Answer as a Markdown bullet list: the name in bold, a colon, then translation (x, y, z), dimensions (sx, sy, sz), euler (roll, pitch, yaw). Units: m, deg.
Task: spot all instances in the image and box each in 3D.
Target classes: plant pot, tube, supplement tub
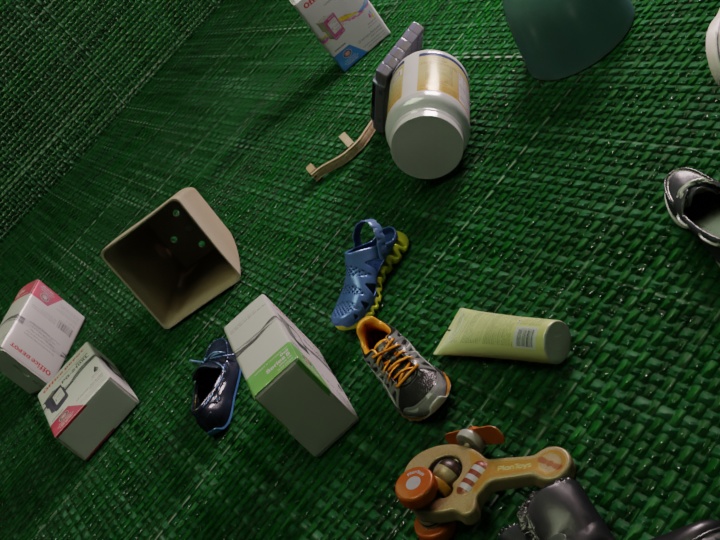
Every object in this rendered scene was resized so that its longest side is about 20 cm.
- **plant pot**: translation (-0.357, -0.047, 1.746), dimensions (0.198, 0.201, 0.178), euler (-33, 21, 16)
- **plant pot**: translation (0.326, -0.444, 1.450), dimensions (0.198, 0.161, 0.202), euler (-28, 34, 22)
- **tube**: translation (0.174, 0.082, 1.105), dimensions (0.057, 0.053, 0.198), euler (-11, 7, -36)
- **supplement tub**: translation (0.115, -0.264, 1.491), dimensions (0.143, 0.145, 0.202), euler (-25, 35, 27)

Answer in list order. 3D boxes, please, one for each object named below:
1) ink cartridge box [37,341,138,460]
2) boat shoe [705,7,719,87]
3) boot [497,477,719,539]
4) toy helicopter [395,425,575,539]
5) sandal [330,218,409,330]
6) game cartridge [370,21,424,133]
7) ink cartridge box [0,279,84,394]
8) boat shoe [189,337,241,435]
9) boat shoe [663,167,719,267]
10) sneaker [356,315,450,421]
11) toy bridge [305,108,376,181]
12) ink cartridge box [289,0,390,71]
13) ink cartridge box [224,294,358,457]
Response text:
- **ink cartridge box**: translation (-0.518, 0.242, 1.668), dimensions (0.145, 0.085, 0.199), euler (-48, 31, -9)
- **boat shoe**: translation (0.521, -0.327, 1.163), dimensions (0.092, 0.075, 0.202), euler (-17, 38, 48)
- **boot**: translation (0.227, 0.248, 0.807), dimensions (0.200, 0.076, 0.169), euler (-43, 34, 12)
- **toy helicopter**: translation (0.139, 0.219, 0.972), dimensions (0.197, 0.080, 0.133), euler (-13, 32, 24)
- **sandal**: translation (0.000, 0.000, 1.363), dimensions (0.079, 0.087, 0.202), euler (-6, 49, 42)
- **game cartridge**: translation (0.066, -0.354, 1.643), dimensions (0.130, 0.038, 0.201), euler (-50, -13, -17)
- **ink cartridge box**: translation (-0.723, 0.147, 1.958), dimensions (0.082, 0.147, 0.202), euler (-22, 36, 31)
- **boat shoe**: translation (-0.237, 0.173, 1.442), dimensions (0.084, 0.069, 0.201), euler (-35, 32, 13)
- **boat shoe**: translation (0.400, -0.073, 1.013), dimensions (0.075, 0.060, 0.201), euler (-36, 32, 10)
- **sneaker**: translation (0.048, 0.127, 1.163), dimensions (0.078, 0.077, 0.200), euler (-43, 32, -5)
- **toy bridge**: translation (-0.020, -0.250, 1.744), dimensions (0.199, 0.027, 0.067), euler (-42, 33, 3)
- **ink cartridge box**: translation (-0.049, -0.583, 2.010), dimensions (0.144, 0.200, 0.085), euler (-38, 31, 7)
- **ink cartridge box**: translation (-0.101, 0.143, 1.247), dimensions (0.084, 0.146, 0.200), euler (-41, 31, 1)
